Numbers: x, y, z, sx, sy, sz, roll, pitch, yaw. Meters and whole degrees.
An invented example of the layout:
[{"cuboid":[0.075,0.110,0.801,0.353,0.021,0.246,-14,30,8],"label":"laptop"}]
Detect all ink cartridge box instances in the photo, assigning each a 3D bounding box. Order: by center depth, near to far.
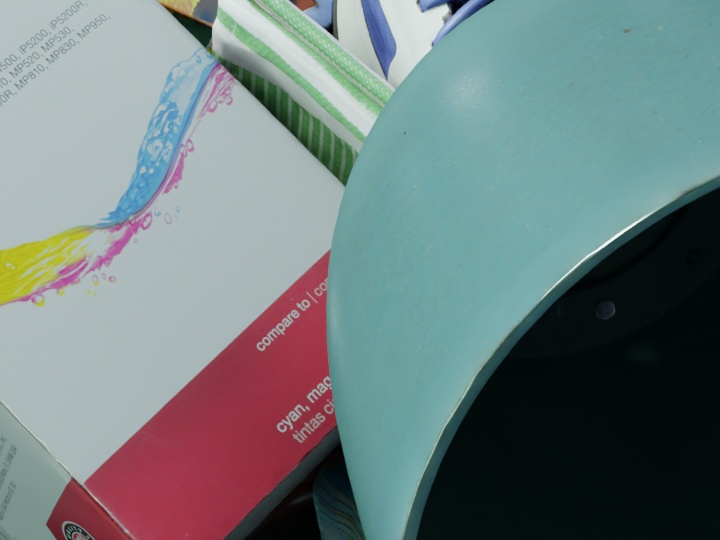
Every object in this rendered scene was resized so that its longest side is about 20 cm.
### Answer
[{"cuboid":[-0.098,0.008,0.767,0.200,0.145,0.145,45,155,4],"label":"ink cartridge box"}]

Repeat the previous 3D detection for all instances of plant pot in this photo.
[{"cuboid":[0.081,0.015,0.556,0.161,0.199,0.201,-118,24,-54],"label":"plant pot"}]

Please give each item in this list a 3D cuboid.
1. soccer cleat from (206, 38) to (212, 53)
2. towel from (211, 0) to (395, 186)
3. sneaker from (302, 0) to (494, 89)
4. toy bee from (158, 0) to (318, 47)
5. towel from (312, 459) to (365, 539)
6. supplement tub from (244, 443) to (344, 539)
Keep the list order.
[{"cuboid":[-0.043,-0.045,0.910,0.200,0.083,0.065,50,146,45],"label":"soccer cleat"},{"cuboid":[0.000,0.000,0.795,0.152,0.023,0.200,40,152,18],"label":"towel"},{"cuboid":[0.031,-0.117,0.739,0.115,0.080,0.200,44,149,45],"label":"sneaker"},{"cuboid":[-0.092,-0.121,0.864,0.199,0.109,0.132,3,90,25],"label":"toy bee"},{"cuboid":[0.030,0.173,0.787,0.200,0.022,0.147,-131,32,-56],"label":"towel"},{"cuboid":[-0.076,0.058,0.926,0.200,0.107,0.107,52,149,33],"label":"supplement tub"}]
